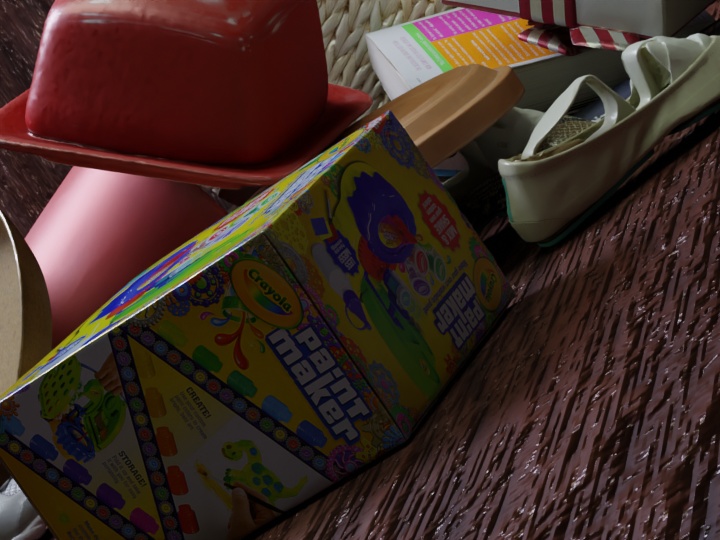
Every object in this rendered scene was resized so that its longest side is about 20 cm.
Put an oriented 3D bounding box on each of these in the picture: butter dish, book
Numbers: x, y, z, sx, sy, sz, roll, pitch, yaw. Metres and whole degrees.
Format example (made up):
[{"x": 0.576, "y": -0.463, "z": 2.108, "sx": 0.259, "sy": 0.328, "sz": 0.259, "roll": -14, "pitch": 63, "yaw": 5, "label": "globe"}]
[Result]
[{"x": -0.106, "y": -0.143, "z": 1.695, "sx": 0.199, "sy": 0.148, "sz": 0.199, "roll": 9, "pitch": 21, "yaw": 15, "label": "butter dish"}, {"x": 0.115, "y": -0.146, "z": 1.824, "sx": 0.199, "sy": 0.048, "sz": 0.134, "roll": -16, "pitch": 29, "yaw": -7, "label": "book"}]

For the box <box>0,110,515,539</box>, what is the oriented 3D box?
[{"x": -0.052, "y": 0.043, "z": 1.420, "sx": 0.192, "sy": 0.122, "sz": 0.200, "roll": -32, "pitch": 7, "yaw": 25, "label": "box"}]

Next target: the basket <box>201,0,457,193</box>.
[{"x": -0.039, "y": -0.132, "z": 1.966, "sx": 0.201, "sy": 0.160, "sz": 0.198, "roll": -65, "pitch": 5, "yaw": -3, "label": "basket"}]

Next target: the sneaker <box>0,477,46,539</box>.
[{"x": -0.275, "y": 0.174, "z": 1.854, "sx": 0.200, "sy": 0.082, "sz": 0.075, "roll": -38, "pitch": 6, "yaw": -26, "label": "sneaker"}]

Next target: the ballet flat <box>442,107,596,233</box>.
[{"x": 0.076, "y": -0.058, "z": 1.724, "sx": 0.200, "sy": 0.075, "sz": 0.068, "roll": -30, "pitch": 10, "yaw": 45, "label": "ballet flat"}]

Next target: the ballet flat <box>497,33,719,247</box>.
[{"x": 0.155, "y": -0.092, "z": 1.585, "sx": 0.200, "sy": 0.070, "sz": 0.069, "roll": -38, "pitch": 6, "yaw": -21, "label": "ballet flat"}]

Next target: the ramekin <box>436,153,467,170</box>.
[{"x": 0.008, "y": -0.091, "z": 2.252, "sx": 0.200, "sy": 0.105, "sz": 0.200, "roll": -36, "pitch": 5, "yaw": 4, "label": "ramekin"}]

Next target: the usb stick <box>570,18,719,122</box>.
[{"x": 0.197, "y": -0.120, "z": 1.733, "sx": 0.200, "sy": 0.033, "sz": 0.055, "roll": -33, "pitch": 5, "yaw": 23, "label": "usb stick"}]

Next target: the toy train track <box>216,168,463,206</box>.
[{"x": 0.007, "y": -0.047, "z": 1.821, "sx": 0.199, "sy": 0.033, "sz": 0.115, "roll": 0, "pitch": -29, "yaw": -18, "label": "toy train track"}]

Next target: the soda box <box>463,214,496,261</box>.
[{"x": -0.022, "y": 0.032, "z": 1.617, "sx": 0.200, "sy": 0.064, "sz": 0.068, "roll": -34, "pitch": 8, "yaw": 18, "label": "soda box"}]

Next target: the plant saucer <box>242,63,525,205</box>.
[{"x": 0.004, "y": -0.066, "z": 1.658, "sx": 0.200, "sy": 0.032, "sz": 0.200, "roll": -31, "pitch": 7, "yaw": 4, "label": "plant saucer"}]

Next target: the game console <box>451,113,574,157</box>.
[{"x": 0.074, "y": -0.051, "z": 1.972, "sx": 0.200, "sy": 0.116, "sz": 0.176, "roll": -136, "pitch": 71, "yaw": -85, "label": "game console"}]

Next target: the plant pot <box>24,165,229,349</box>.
[{"x": -0.146, "y": 0.031, "z": 1.808, "sx": 0.177, "sy": 0.200, "sz": 0.200, "roll": -46, "pitch": 6, "yaw": -3, "label": "plant pot"}]

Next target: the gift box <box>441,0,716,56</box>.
[{"x": 0.160, "y": -0.238, "z": 1.742, "sx": 0.199, "sy": 0.187, "sz": 0.184, "roll": 18, "pitch": 37, "yaw": 34, "label": "gift box"}]

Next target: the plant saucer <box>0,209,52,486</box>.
[{"x": -0.230, "y": 0.056, "z": 1.703, "sx": 0.035, "sy": 0.201, "sz": 0.200, "roll": 9, "pitch": -20, "yaw": -30, "label": "plant saucer"}]
